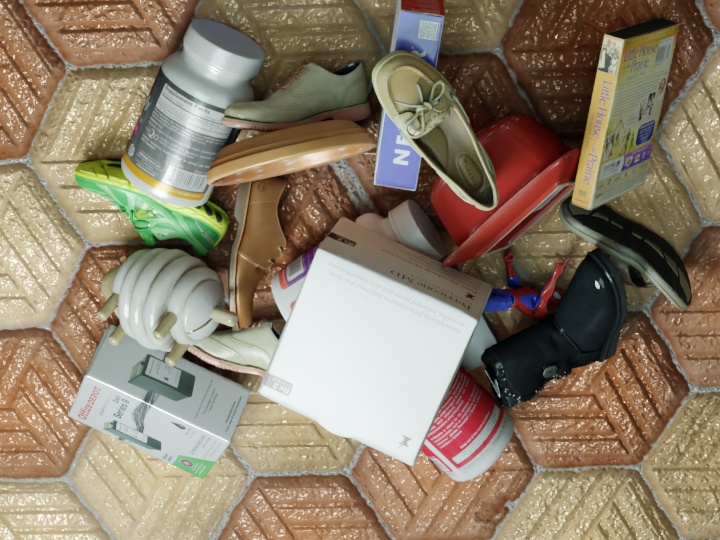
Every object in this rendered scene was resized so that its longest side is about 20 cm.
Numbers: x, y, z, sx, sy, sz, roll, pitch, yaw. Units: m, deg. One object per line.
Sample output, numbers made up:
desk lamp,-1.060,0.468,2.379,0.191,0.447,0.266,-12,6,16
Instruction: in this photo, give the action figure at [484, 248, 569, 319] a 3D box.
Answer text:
action figure,0.173,0.012,1.724,0.199,0.065,0.099,3,114,-31

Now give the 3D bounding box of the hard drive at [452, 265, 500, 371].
hard drive,0.066,0.092,1.811,0.199,0.027,0.132,-26,109,14

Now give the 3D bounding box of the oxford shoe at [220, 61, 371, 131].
oxford shoe,-0.076,-0.202,1.635,0.199,0.071,0.074,-15,110,-38

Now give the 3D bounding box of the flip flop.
flip flop,0.320,-0.018,1.724,0.199,0.081,0.058,31,129,-8

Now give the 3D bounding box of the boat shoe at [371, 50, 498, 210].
boat shoe,0.087,-0.148,1.495,0.073,0.063,0.200,-39,117,7

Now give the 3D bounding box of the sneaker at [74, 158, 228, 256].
sneaker,-0.263,-0.074,1.735,0.199,0.074,0.084,25,109,-7

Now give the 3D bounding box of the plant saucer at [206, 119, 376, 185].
plant saucer,-0.082,-0.137,1.623,0.199,0.200,0.038,-14,90,10

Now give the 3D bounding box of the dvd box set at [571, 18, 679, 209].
dvd box set,0.303,-0.180,1.619,0.029,0.146,0.201,22,118,30

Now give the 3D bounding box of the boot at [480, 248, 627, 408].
boot,0.231,0.077,1.706,0.168,0.077,0.201,-25,146,-14

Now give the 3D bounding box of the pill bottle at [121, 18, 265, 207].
pill bottle,-0.194,-0.184,1.661,0.116,0.116,0.201,25,112,-7

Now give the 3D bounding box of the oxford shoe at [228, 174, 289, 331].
oxford shoe,-0.126,-0.020,1.737,0.071,0.071,0.201,8,100,-6

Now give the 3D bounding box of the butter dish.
butter dish,0.154,-0.116,1.650,0.199,0.200,0.148,-42,81,21

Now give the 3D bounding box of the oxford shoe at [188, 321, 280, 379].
oxford shoe,-0.144,0.093,1.801,0.199,0.071,0.074,20,97,-2

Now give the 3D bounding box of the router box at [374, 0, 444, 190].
router box,0.054,-0.214,1.595,0.049,0.180,0.201,8,114,-2

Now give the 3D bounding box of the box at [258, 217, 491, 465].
box,0.018,0.079,1.616,0.198,0.131,0.201,24,112,3

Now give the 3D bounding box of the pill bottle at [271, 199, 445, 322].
pill bottle,0.000,0.000,1.729,0.200,0.112,0.112,-33,108,17

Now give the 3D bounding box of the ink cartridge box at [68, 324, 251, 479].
ink cartridge box,-0.259,0.169,1.802,0.199,0.084,0.146,26,147,-7

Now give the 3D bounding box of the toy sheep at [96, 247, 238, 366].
toy sheep,-0.233,0.039,1.717,0.199,0.138,0.139,19,116,25

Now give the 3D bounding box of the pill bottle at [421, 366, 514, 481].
pill bottle,0.088,0.160,1.763,0.112,0.112,0.200,-41,106,19
